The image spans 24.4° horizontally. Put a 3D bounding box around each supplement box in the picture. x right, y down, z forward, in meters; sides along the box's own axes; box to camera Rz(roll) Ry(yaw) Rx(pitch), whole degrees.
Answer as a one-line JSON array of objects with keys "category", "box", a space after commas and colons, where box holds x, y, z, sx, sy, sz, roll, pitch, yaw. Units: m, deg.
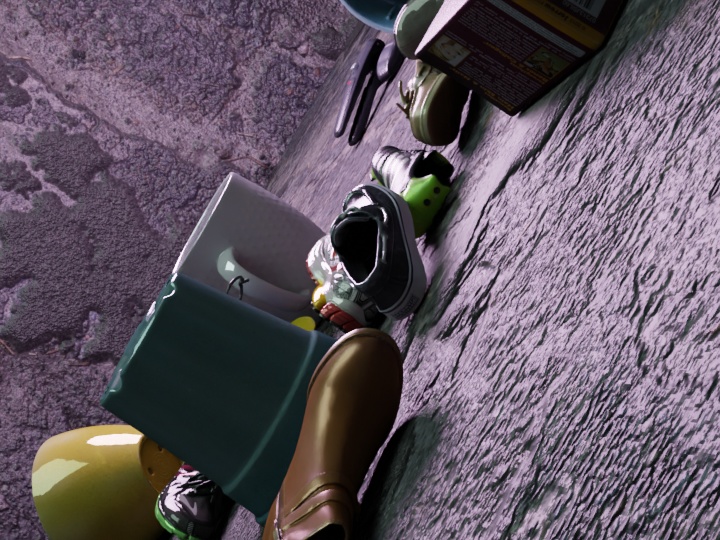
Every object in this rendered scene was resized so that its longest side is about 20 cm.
[{"category": "supplement box", "box": [0.139, -0.222, 1.439, 0.086, 0.110, 0.200, -62, 9, -18]}]

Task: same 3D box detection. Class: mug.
[{"category": "mug", "box": [-0.112, -0.003, 1.936, 0.148, 0.175, 0.200, -58, 9, 13]}]

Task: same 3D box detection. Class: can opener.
[{"category": "can opener", "box": [0.004, -0.281, 2.576, 0.200, 0.063, 0.079, -64, 10, -26]}]

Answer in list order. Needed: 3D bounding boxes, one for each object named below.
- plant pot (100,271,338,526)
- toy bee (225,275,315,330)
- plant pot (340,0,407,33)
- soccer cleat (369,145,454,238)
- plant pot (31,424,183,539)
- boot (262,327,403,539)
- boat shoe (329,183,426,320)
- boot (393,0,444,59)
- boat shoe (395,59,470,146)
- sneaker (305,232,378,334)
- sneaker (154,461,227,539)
[{"category": "plant pot", "box": [-0.131, 0.111, 1.598, 0.200, 0.196, 0.200, -59, 8, 13]}, {"category": "toy bee", "box": [-0.084, 0.099, 1.764, 0.200, 0.109, 0.131, 59, -131, -71]}, {"category": "plant pot", "box": [0.077, -0.476, 2.384, 0.200, 0.200, 0.196, -49, 6, 50]}, {"category": "soccer cleat", "box": [0.056, -0.092, 1.675, 0.081, 0.068, 0.200, -48, 18, 14]}, {"category": "plant pot", "box": [-0.310, 0.283, 2.186, 0.142, 0.200, 0.200, -27, 23, 24]}, {"category": "boot", "box": [-0.018, 0.153, 1.239, 0.155, 0.074, 0.200, -87, 16, -74]}, {"category": "boat shoe", "box": [0.005, -0.030, 1.536, 0.072, 0.068, 0.200, -47, 30, 20]}, {"category": "boot", "box": [0.118, -0.277, 1.712, 0.200, 0.068, 0.131, -31, 14, 12]}, {"category": "boat shoe", "box": [0.074, -0.183, 1.766, 0.200, 0.063, 0.073, -62, -32, -63]}, {"category": "sneaker", "box": [0.000, 0.000, 1.670, 0.082, 0.078, 0.200, -50, 18, 13]}, {"category": "sneaker", "box": [-0.172, 0.229, 1.841, 0.084, 0.077, 0.200, -60, 9, 28]}]
